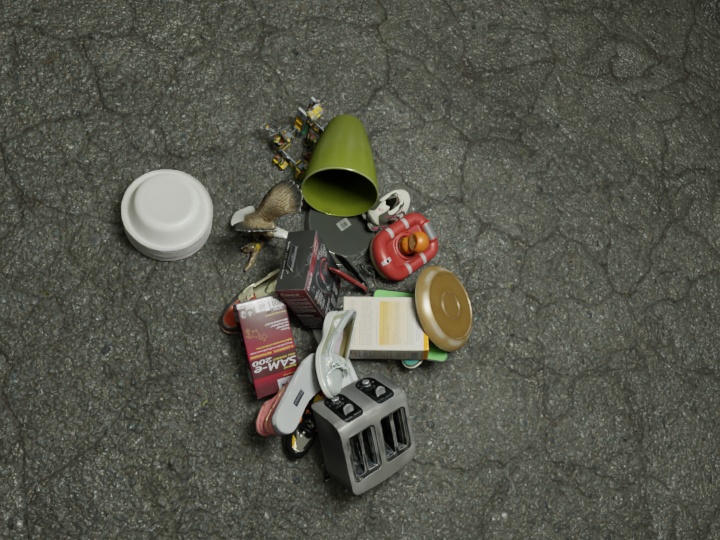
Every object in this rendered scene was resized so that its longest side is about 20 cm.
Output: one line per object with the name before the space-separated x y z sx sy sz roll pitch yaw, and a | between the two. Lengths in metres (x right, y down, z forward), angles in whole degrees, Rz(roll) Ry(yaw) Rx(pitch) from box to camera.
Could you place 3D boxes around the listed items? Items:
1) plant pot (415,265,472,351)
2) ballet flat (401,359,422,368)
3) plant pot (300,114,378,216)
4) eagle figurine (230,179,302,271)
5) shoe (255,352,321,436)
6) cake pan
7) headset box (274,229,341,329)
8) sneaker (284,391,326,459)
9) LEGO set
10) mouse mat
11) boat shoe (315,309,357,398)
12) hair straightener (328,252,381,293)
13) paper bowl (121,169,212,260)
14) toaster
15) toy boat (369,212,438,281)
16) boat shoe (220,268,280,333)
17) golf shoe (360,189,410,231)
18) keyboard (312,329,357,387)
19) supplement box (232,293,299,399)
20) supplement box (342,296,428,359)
plant pot | 0.200 0.083 1.306 0.198 0.027 0.204 19 61 -39
ballet flat | 0.143 0.144 1.368 0.068 0.070 0.204 18 67 -9
plant pot | -0.043 -0.269 1.372 0.183 0.188 0.204 11 61 -13
eagle figurine | -0.213 -0.110 1.279 0.147 0.201 0.155 -4 67 -16
shoe | -0.142 0.254 1.177 0.072 0.090 0.201 50 46 -19
cake pan | -0.049 -0.110 1.424 0.196 0.037 0.205 6 67 -15
headset box | -0.113 0.018 1.252 0.073 0.201 0.151 -2 58 18
sneaker | -0.104 0.298 1.214 0.069 0.090 0.203 27 63 -5
LEGO set | -0.133 -0.341 1.444 0.199 0.116 0.154 -38 83 -26
mouse mat | 0.116 0.127 1.339 0.195 0.008 0.164 6 67 9
boat shoe | -0.047 0.169 1.194 0.075 0.064 0.205 55 31 -39
hair straightener | 0.000 0.000 1.335 0.199 0.040 0.078 33 75 -50
paper bowl | -0.432 -0.133 1.277 0.196 0.104 0.205 6 68 -16
toaster | 0.006 0.342 1.182 0.178 0.118 0.204 -21 110 -30
toy boat | 0.120 -0.062 1.396 0.198 0.130 0.132 -34 97 -26
boat shoe | -0.233 0.064 1.283 0.199 0.063 0.072 -39 85 -25
golf shoe | 0.085 -0.165 1.443 0.078 0.088 0.200 51 42 -1
keyboard | -0.053 0.209 1.313 0.055 0.011 0.203 -20 76 -18
supplement box | -0.200 0.160 1.225 0.107 0.061 0.205 -14 93 -22
supplement box | 0.057 0.132 1.299 0.195 0.074 0.129 1 65 4
